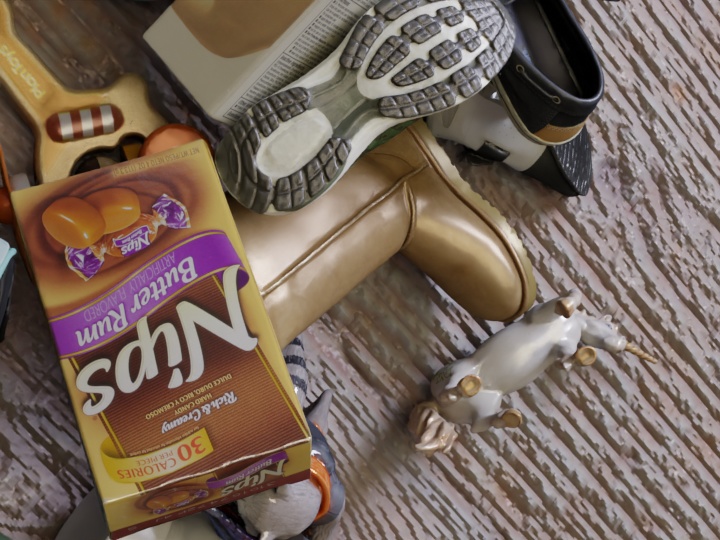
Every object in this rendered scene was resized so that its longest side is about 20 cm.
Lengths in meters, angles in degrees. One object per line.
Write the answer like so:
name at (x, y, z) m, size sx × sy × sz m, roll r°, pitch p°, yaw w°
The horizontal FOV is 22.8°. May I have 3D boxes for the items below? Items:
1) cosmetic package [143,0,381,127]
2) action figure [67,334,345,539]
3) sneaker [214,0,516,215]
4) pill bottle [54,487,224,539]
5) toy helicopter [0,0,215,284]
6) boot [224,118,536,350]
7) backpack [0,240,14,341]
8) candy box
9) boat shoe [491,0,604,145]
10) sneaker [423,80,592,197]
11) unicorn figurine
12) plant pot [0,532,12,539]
cosmetic package at (-0.021, -0.175, 1.046) m, size 0.200 × 0.105 × 0.071 m, roll -45°, pitch 71°, yaw 10°
action figure at (-0.071, 0.091, 1.052) m, size 0.105 × 0.194 × 0.200 m, roll -45°, pitch 116°, yaw 10°
sneaker at (0.001, -0.102, 1.056) m, size 0.199 × 0.089 × 0.077 m, roll -32°, pitch 89°, yaw -8°
pill bottle at (-0.091, 0.214, 1.084) m, size 0.200 × 0.109 × 0.110 m, roll 41°, pitch 72°, yaw -19°
toy helicopter at (-0.190, -0.084, 1.081) m, size 0.132 × 0.079 × 0.200 m, roll -41°, pitch 95°, yaw -12°
boot at (0.000, 0.000, 1.127) m, size 0.175 × 0.066 × 0.200 m, roll 51°, pitch 48°, yaw 4°
backpack at (-0.278, 0.044, 0.953) m, size 0.153 × 0.176 × 0.201 m, roll 39°, pitch 78°, yaw -8°
candy box at (-0.110, 0.034, 0.979) m, size 0.116 × 0.057 × 0.201 m, roll -17°, pitch 63°, yaw -11°
boat shoe at (0.089, -0.174, 1.097) m, size 0.074 × 0.062 × 0.201 m, roll -27°, pitch 88°, yaw -29°
sneaker at (0.088, -0.111, 1.212) m, size 0.200 × 0.088 × 0.075 m, roll 42°, pitch 46°, yaw -42°
unicorn figurine at (0.115, 0.059, 1.192) m, size 0.198 × 0.137 × 0.074 m, roll -18°, pitch 90°, yaw -7°
plant pot at (-0.240, 0.251, 0.977) m, size 0.200 × 0.200 × 0.197 m, roll 46°, pitch 62°, yaw -17°
